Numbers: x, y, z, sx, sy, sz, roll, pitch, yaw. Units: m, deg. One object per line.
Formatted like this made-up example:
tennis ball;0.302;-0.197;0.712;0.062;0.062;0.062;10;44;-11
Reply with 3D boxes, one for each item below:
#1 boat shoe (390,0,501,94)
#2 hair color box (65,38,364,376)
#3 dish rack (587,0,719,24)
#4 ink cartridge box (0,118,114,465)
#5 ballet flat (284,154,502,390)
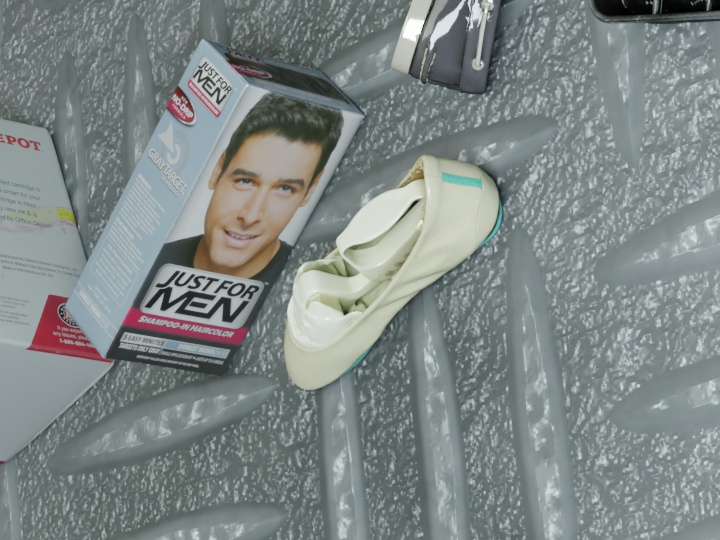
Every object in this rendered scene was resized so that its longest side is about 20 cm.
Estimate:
boat shoe;0.083;-0.197;1.482;0.063;0.073;0.201;25;97;3
hair color box;-0.092;-0.036;1.590;0.061;0.099;0.200;46;115;42
dish rack;0.201;-0.226;1.348;0.153;0.054;0.201;2;83;46
ink cartridge box;-0.285;0.007;1.756;0.145;0.145;0.201;-41;54;34
ballet flat;0.000;0.000;1.510;0.200;0.069;0.070;-44;53;32
